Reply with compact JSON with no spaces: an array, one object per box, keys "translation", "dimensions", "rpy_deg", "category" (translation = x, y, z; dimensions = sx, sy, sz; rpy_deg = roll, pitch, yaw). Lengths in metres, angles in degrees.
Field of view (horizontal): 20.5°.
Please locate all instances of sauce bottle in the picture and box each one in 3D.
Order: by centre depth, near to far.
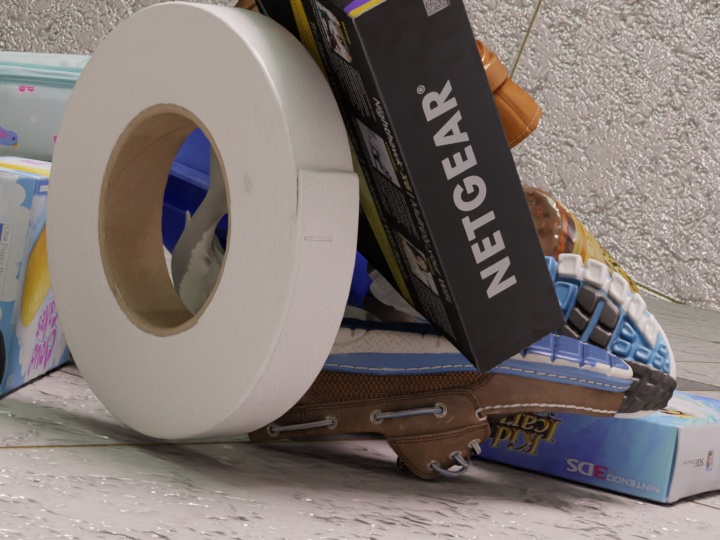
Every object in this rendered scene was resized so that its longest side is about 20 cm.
[{"translation":[0.135,0.017,1.212],"dimensions":[0.066,0.067,0.200],"rpy_deg":[12,-16,34],"category":"sauce bottle"}]

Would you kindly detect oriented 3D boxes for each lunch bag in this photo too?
[{"translation":[-0.181,-0.105,1.328],"dimensions":[0.159,0.078,0.200],"rpy_deg":[3,5,15],"category":"lunch bag"}]

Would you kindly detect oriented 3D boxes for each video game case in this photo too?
[{"translation":[0.120,0.084,1.152],"dimensions":[0.198,0.046,0.181],"rpy_deg":[12,5,28],"category":"video game case"}]

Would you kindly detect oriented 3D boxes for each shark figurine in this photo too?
[{"translation":[-0.070,-0.008,1.042],"dimensions":[0.127,0.090,0.215],"rpy_deg":[-22,-34,4],"category":"shark figurine"}]

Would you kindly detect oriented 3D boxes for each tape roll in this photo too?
[{"translation":[-0.078,-0.023,0.928],"dimensions":[0.037,0.205,0.202],"rpy_deg":[1,8,-42],"category":"tape roll"}]

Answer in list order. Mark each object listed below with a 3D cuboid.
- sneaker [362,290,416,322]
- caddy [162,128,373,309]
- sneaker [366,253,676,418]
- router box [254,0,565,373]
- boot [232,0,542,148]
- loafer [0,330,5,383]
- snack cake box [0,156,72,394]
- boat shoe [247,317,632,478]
[{"translation":[0.000,0.000,1.243],"dimensions":[0.199,0.076,0.070],"rpy_deg":[8,-13,35],"category":"sneaker"},{"translation":[-0.066,-0.039,1.171],"dimensions":[0.199,0.105,0.141],"rpy_deg":[23,-17,43],"category":"caddy"},{"translation":[0.098,0.032,1.080],"dimensions":[0.199,0.075,0.087],"rpy_deg":[29,-11,41],"category":"sneaker"},{"translation":[0.015,-0.072,0.939],"dimensions":[0.052,0.201,0.157],"rpy_deg":[-29,35,-11],"category":"router box"},{"translation":[0.009,-0.116,1.098],"dimensions":[0.155,0.077,0.200],"rpy_deg":[39,-19,-14],"category":"boot"},{"translation":[-0.262,0.028,0.889],"dimensions":[0.198,0.073,0.072],"rpy_deg":[19,-9,-21],"category":"loafer"},{"translation":[-0.197,-0.002,1.105],"dimensions":[0.067,0.116,0.200],"rpy_deg":[10,4,3],"category":"snack cake box"},{"translation":[0.036,0.064,0.997],"dimensions":[0.198,0.073,0.072],"rpy_deg":[5,6,11],"category":"boat shoe"}]
